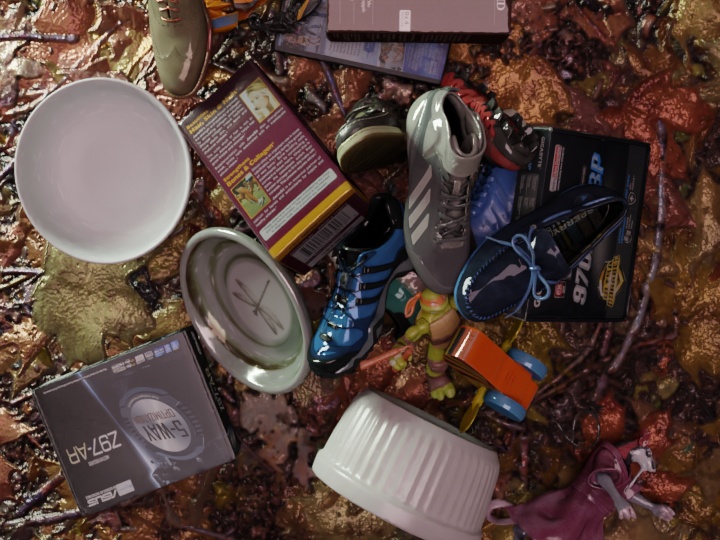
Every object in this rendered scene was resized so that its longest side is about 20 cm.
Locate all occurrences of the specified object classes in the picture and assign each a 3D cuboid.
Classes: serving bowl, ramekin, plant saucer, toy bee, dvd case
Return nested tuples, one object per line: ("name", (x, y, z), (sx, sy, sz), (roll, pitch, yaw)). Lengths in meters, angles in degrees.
("serving bowl", (-0.281, -0.112, 1.044), (0.197, 0.066, 0.203), (0, 97, 2))
("ramekin", (0.056, 0.209, 1.004), (0.198, 0.200, 0.106), (25, 87, -1))
("plant saucer", (-0.117, 0.038, 1.028), (0.198, 0.050, 0.203), (23, 129, 31))
("toy bee", (0.149, 0.128, 0.996), (0.131, 0.108, 0.201), (-39, 110, -21))
("dvd case", (0.010, -0.298, 1.038), (0.197, 0.018, 0.145), (12, 97, 0))

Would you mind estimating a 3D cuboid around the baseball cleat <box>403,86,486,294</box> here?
("baseball cleat", (0.082, -0.075, 0.899), (0.069, 0.106, 0.203), (-10, 95, -19))

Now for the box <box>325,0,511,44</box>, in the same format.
("box", (0.061, -0.298, 0.992), (0.197, 0.075, 0.102), (0, 96, -1))

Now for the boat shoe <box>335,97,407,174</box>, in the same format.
("boat shoe", (0.011, -0.146, 0.968), (0.071, 0.201, 0.067), (-32, 85, 20))

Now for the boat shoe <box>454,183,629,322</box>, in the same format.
("boat shoe", (0.176, -0.024, 0.907), (0.200, 0.069, 0.084), (-43, 110, -9))

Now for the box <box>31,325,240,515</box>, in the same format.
("box", (-0.260, 0.175, 1.084), (0.197, 0.044, 0.162), (-20, 95, 4))

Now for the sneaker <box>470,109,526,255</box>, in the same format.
("sneaker", (0.133, -0.074, 1.027), (0.109, 0.077, 0.203), (-4, 102, -7))

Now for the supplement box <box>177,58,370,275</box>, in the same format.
("supplement box", (-0.090, -0.110, 0.991), (0.110, 0.086, 0.201), (-40, 68, 6))

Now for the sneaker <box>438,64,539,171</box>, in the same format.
("sneaker", (0.118, -0.139, 0.973), (0.070, 0.201, 0.098), (29, 107, -29))

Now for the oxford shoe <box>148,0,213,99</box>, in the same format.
("oxford shoe", (-0.198, -0.281, 0.961), (0.069, 0.075, 0.203), (0, 98, 13))

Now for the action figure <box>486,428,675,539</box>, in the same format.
("action figure", (0.265, 0.258, 1.066), (0.148, 0.134, 0.201), (33, 82, 40))

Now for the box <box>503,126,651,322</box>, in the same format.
("box", (0.234, -0.047, 1.004), (0.157, 0.046, 0.203), (3, 98, -33))

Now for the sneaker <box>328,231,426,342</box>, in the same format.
("sneaker", (0.000, 0.000, 1.043), (0.200, 0.071, 0.080), (42, 92, -4))

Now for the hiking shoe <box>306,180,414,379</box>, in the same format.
("hiking shoe", (-0.007, 0.011, 0.949), (0.074, 0.087, 0.202), (13, 66, 40))

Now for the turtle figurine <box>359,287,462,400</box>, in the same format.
("turtle figurine", (0.083, 0.071, 1.010), (0.199, 0.064, 0.162), (-39, 138, -16))

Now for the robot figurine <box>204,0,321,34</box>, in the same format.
("robot figurine", (-0.137, -0.324, 1.010), (0.197, 0.058, 0.147), (-10, 96, 13))
